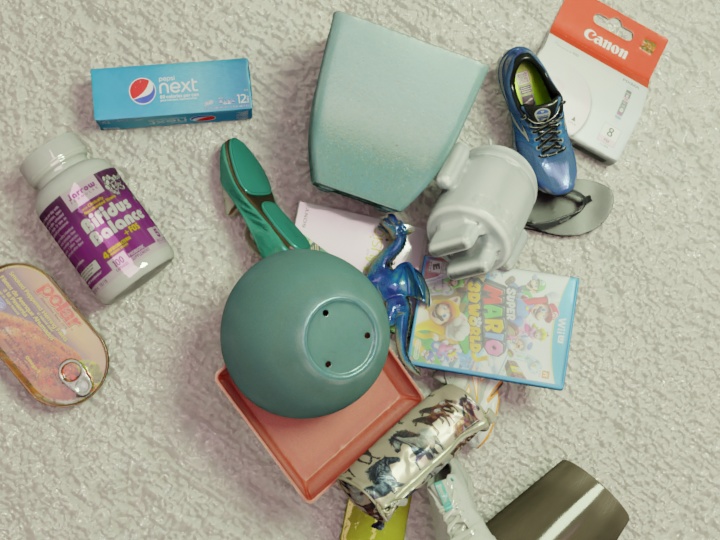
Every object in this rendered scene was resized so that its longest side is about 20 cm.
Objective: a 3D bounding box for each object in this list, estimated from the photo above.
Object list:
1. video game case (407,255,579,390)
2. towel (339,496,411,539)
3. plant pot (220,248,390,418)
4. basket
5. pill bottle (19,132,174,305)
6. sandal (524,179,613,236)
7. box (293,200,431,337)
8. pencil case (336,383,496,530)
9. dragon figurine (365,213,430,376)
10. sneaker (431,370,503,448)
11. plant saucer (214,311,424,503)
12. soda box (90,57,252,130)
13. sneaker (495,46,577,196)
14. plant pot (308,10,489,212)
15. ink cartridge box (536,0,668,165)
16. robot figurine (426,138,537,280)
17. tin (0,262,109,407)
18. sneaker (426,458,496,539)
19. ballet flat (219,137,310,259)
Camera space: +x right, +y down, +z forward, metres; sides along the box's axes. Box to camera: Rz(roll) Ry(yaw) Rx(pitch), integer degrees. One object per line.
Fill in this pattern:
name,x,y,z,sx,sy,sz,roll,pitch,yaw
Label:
video game case,0.167,0.065,1.366,0.199,0.018,0.144,9,80,10
towel,0.018,0.330,1.400,0.086,0.018,0.201,12,84,-11
plant pot,-0.045,0.073,1.222,0.199,0.135,0.202,1,88,-23
basket,0.235,0.353,1.367,0.200,0.136,0.180,-45,98,-11
pill bottle,-0.330,-0.067,1.336,0.112,0.112,0.200,-37,91,-7
sandal,0.244,-0.083,1.437,0.199,0.043,0.077,-2,87,-7
box,0.000,0.000,1.408,0.199,0.036,0.145,12,85,-5
pencil case,0.070,0.220,1.304,0.200,0.078,0.089,-39,46,-20
dragon figurine,0.053,0.025,1.352,0.099,0.059,0.201,-30,74,5
sneaker,0.145,0.124,1.400,0.091,0.076,0.201,17,83,-1
plant saucer,-0.050,0.143,1.310,0.199,0.037,0.200,-39,103,-18
soda box,-0.240,-0.226,1.381,0.199,0.064,0.068,-5,86,-7
sneaker,0.226,-0.188,1.379,0.078,0.089,0.201,-22,98,5
plant pot,0.024,-0.182,1.349,0.195,0.196,0.201,18,91,-5
ink cartridge box,0.314,-0.267,1.456,0.162,0.057,0.201,28,88,-4
robot figurine,0.154,-0.078,1.348,0.170,0.112,0.201,53,46,-28
tin,-0.400,0.080,1.357,0.112,0.042,0.200,-39,91,-3
sneaker,0.112,0.297,1.318,0.075,0.200,0.089,-25,125,4
ballet flat,-0.138,-0.077,1.376,0.070,0.067,0.201,-44,67,27
